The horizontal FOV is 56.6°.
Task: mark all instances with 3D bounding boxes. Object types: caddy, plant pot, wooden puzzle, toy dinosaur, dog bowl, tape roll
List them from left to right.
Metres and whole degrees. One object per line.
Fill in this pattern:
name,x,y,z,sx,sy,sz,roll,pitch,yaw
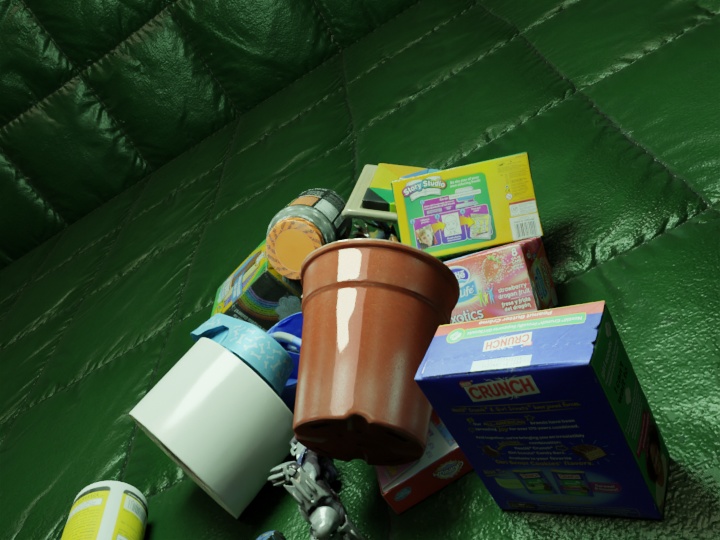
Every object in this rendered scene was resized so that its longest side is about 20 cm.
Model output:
tape roll,-0.194,0.211,0.909,0.140,0.204,0.201,-48,30,-24
dog bowl,-0.166,0.116,0.948,0.198,0.112,0.050,8,52,52
caddy,-0.090,0.133,1.016,0.198,0.106,0.142,5,48,51
plant pot,0.010,0.103,0.763,0.198,0.200,0.199,-14,52,34
toy dinosaur,0.045,-0.052,1.111,0.197,0.107,0.181,-2,31,-37
wooden puzzle,0.078,-0.127,1.076,0.181,0.038,0.201,8,32,10

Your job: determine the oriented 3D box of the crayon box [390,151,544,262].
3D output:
crayon box,0.149,-0.082,0.942,0.196,0.122,0.058,-11,-11,10

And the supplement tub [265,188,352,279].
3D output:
supplement tub,-0.087,-0.063,1.139,0.121,0.124,0.200,-25,12,18

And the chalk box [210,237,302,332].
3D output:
chalk box,-0.182,0.066,1.182,0.199,0.124,0.125,-41,25,20

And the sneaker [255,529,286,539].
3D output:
sneaker,-0.146,0.378,0.738,0.078,0.076,0.201,-8,36,46

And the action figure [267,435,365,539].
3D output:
action figure,-0.050,0.257,0.769,0.068,0.132,0.200,-29,12,0

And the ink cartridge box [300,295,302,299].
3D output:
ink cartridge box,-0.028,0.073,1.048,0.039,0.100,0.199,-44,28,-21

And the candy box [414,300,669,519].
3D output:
candy box,0.171,0.135,0.618,0.167,0.202,0.078,-11,35,37

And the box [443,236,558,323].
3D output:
box,0.148,0.029,0.888,0.197,0.098,0.099,-16,0,32

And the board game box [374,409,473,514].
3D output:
board game box,0.101,0.177,0.806,0.198,0.041,0.154,-33,28,6

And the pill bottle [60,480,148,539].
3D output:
pill bottle,-0.355,0.396,0.899,0.110,0.112,0.201,-30,27,8
